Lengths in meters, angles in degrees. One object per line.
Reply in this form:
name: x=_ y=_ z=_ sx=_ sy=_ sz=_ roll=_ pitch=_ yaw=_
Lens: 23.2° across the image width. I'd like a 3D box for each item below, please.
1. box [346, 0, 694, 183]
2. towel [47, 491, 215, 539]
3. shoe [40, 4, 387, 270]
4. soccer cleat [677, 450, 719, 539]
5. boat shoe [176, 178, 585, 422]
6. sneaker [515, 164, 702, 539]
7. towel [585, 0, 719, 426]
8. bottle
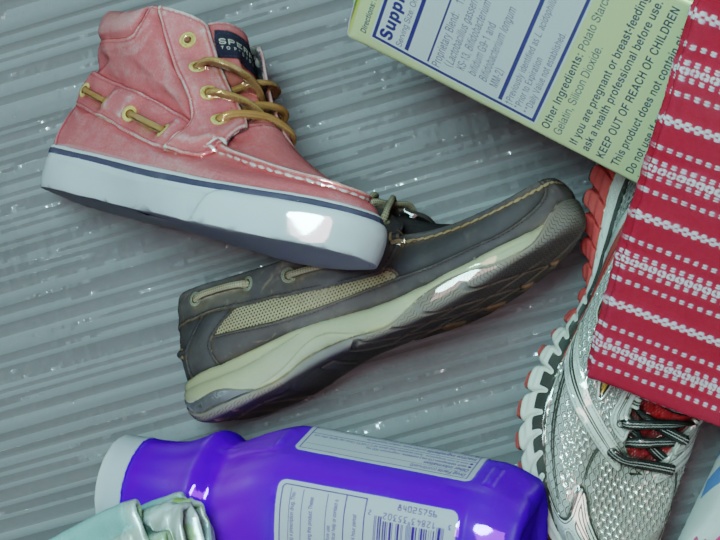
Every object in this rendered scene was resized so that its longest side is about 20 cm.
box: x=0.124 y=-0.135 z=0.717 sx=0.199 sy=0.097 sz=0.177 roll=28 pitch=51 yaw=4
towel: x=-0.117 y=0.204 z=0.758 sx=0.199 sy=0.048 sz=0.173 roll=-28 pitch=83 yaw=30
shoe: x=-0.059 y=-0.061 z=0.749 sx=0.199 sy=0.071 sz=0.092 roll=14 pitch=85 yaw=44
soccer cleat: x=0.183 y=0.103 z=0.764 sx=0.069 sy=0.086 sz=0.202 roll=24 pitch=113 yaw=11
boat shoe: x=0.000 y=0.000 z=0.766 sx=0.199 sy=0.074 sz=0.074 roll=-25 pitch=78 yaw=14
sneaker: x=0.124 y=0.034 z=0.747 sx=0.077 sy=0.082 sz=0.202 roll=11 pitch=90 yaw=-30
towel: x=0.171 y=-0.014 z=0.643 sx=0.143 sy=0.023 sz=0.201 roll=20 pitch=130 yaw=11
bottle: x=-0.019 y=0.111 z=0.760 sx=0.198 sy=0.065 sz=0.084 roll=8 pitch=114 yaw=22
